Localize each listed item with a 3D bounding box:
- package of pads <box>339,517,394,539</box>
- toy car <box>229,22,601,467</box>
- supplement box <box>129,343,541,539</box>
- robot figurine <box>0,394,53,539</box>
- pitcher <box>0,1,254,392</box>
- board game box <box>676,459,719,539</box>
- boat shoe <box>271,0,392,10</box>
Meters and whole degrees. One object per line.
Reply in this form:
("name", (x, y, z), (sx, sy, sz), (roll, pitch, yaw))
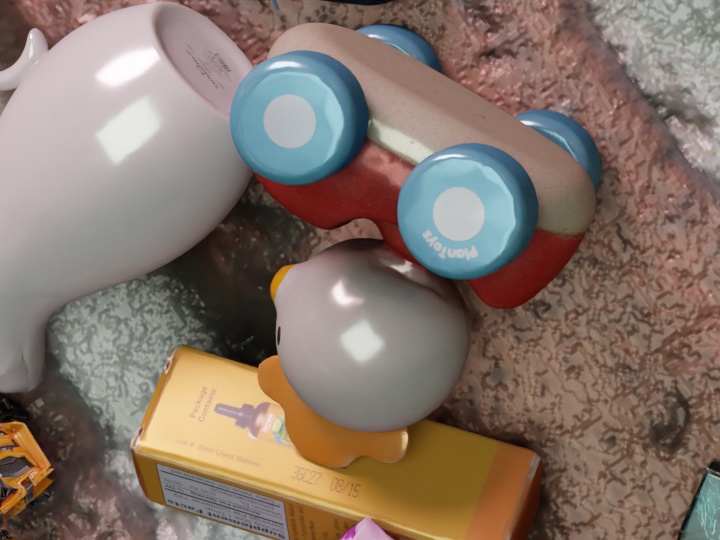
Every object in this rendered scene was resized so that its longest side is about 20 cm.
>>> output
("package of pads", (0.048, 0.219, 1.457), (0.200, 0.121, 0.076), (38, 63, 0))
("toy car", (0.000, 0.000, 1.426), (0.177, 0.184, 0.200), (29, 105, 9))
("supplement box", (-0.012, 0.104, 1.490), (0.200, 0.069, 0.067), (18, 63, 10))
("robot figurine", (-0.238, 0.070, 1.503), (0.200, 0.145, 0.058), (51, 132, -5))
("pitcher", (-0.157, -0.061, 1.490), (0.200, 0.121, 0.172), (-41, 89, 25))
("board game box", (0.242, 0.195, 1.468), (0.200, 0.028, 0.136), (23, 101, 11))
("boat shoe", (-0.065, -0.182, 1.477), (0.200, 0.069, 0.084), (20, 101, 10))
